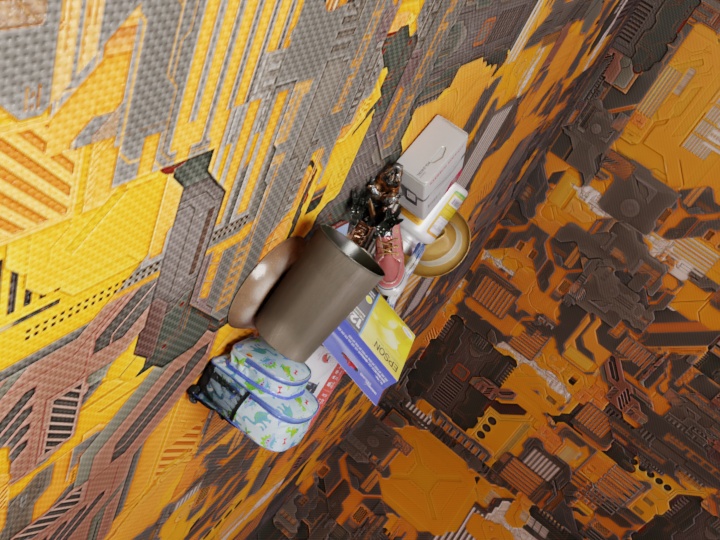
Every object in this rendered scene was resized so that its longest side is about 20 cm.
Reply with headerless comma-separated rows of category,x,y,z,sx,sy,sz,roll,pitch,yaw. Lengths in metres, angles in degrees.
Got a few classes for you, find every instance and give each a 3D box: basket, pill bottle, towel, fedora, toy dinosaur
basket,-0.074,0.042,1.209,0.200,0.136,0.180,-51,172,8
pill bottle,0.151,-0.133,1.711,0.200,0.111,0.111,-54,167,7
towel,0.088,0.045,1.650,0.200,0.024,0.147,-59,173,-32
fedora,0.170,-0.080,1.801,0.201,0.200,0.082,-53,145,3
toy dinosaur,0.031,-0.112,1.404,0.136,0.101,0.201,-85,-177,-79

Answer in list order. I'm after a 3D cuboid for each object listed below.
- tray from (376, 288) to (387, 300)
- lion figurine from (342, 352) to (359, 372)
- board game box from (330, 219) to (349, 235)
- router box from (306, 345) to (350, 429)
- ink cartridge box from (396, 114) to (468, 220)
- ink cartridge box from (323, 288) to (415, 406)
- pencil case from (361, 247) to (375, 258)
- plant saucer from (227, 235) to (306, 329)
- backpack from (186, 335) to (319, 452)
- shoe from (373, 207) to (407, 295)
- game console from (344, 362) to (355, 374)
tray,0.017,0.072,1.703,0.098,0.037,0.200,-20,169,-1
lion figurine,-0.001,0.129,1.523,0.072,0.201,0.122,-15,164,23
board game box,-0.069,0.010,1.401,0.103,0.019,0.201,-34,140,-57
router box,-0.142,0.221,1.494,0.201,0.179,0.049,-59,-150,11
ink cartridge box,0.148,-0.215,1.546,0.145,0.083,0.200,-50,166,-11
ink cartridge box,0.014,0.126,1.437,0.047,0.198,0.200,-29,-160,31
pencil case,0.000,0.000,1.605,0.200,0.077,0.090,29,70,-78
plant saucer,-0.150,0.031,1.273,0.201,0.037,0.201,-48,166,-16
backpack,-0.173,0.221,1.326,0.147,0.200,0.183,-56,166,14
shoe,0.056,-0.044,1.529,0.201,0.071,0.091,-88,167,-48
game console,-0.035,0.178,1.823,0.176,0.031,0.200,3,-141,48
